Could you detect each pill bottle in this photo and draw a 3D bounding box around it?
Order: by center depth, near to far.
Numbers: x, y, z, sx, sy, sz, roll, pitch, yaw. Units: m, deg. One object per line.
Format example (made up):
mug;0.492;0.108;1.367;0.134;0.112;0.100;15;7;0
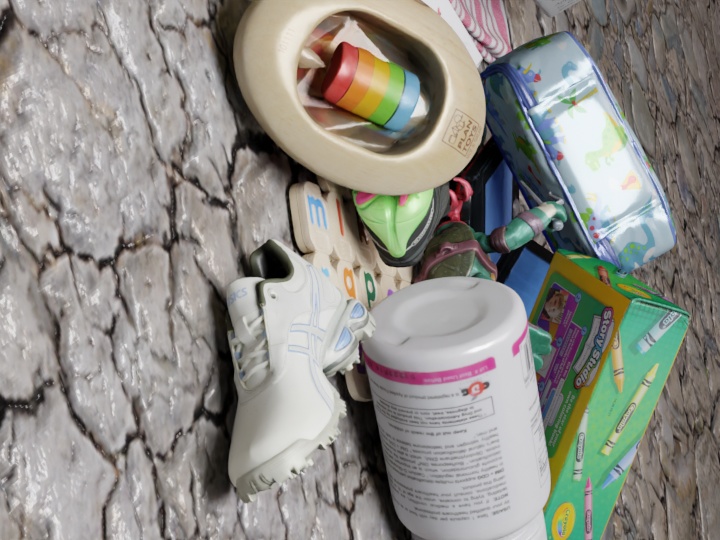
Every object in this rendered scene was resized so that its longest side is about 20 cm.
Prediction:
pill bottle;0.070;0.116;1.298;0.114;0.113;0.201;-64;147;-59

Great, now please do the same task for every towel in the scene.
towel;0.102;-0.280;1.748;0.200;0.030;0.147;31;50;-62

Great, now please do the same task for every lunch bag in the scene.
lunch bag;0.170;-0.089;1.521;0.201;0.082;0.161;62;-5;-7

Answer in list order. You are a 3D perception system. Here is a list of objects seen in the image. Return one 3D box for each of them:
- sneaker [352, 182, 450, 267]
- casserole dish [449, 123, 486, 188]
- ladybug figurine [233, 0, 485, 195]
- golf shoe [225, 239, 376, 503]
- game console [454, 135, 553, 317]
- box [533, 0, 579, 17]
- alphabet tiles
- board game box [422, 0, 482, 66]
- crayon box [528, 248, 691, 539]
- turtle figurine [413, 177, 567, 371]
sneaker;0.031;-0.079;1.375;0.201;0.076;0.084;-73;161;-47
casserole dish;0.061;-0.167;1.567;0.121;0.039;0.201;-53;126;-64
ladybug figurine;-0.003;-0.124;1.256;0.199;0.072;0.136;28;83;-29
golf shoe;-0.057;0.056;1.118;0.097;0.078;0.200;50;24;-18
game console;0.155;-0.019;1.595;0.200;0.118;0.173;-52;144;-65
box;0.200;-0.377;1.746;0.201;0.198;0.131;63;12;14
alphabet tiles;0.000;0.000;1.345;0.200;0.015;0.197;18;62;-66
board game box;-0.006;-0.210;1.308;0.035;0.126;0.200;-55;141;-14
crayon box;0.159;0.098;1.406;0.058;0.119;0.201;15;102;-27
turtle figurine;0.090;0.016;1.423;0.200;0.100;0.150;-92;-158;-54
